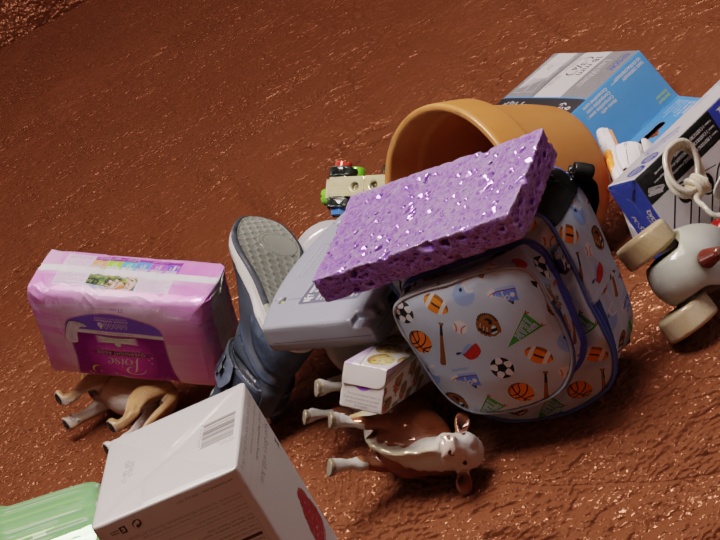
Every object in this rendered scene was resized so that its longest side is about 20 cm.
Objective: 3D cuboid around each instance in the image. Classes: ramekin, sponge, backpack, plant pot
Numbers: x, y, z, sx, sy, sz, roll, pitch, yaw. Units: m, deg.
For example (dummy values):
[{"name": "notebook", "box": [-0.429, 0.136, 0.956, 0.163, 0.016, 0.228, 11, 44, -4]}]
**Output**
[{"name": "ramekin", "box": [-0.214, 0.261, 1.374, 0.097, 0.201, 0.200, -21, 24, -3]}, {"name": "sponge", "box": [0.057, -0.042, 1.419, 0.199, 0.030, 0.112, -18, 32, 36]}, {"name": "backpack", "box": [0.130, 0.032, 1.458, 0.199, 0.191, 0.154, -16, 33, 37]}, {"name": "plant pot", "box": [0.138, -0.072, 1.665, 0.140, 0.201, 0.200, -19, 16, -34]}]

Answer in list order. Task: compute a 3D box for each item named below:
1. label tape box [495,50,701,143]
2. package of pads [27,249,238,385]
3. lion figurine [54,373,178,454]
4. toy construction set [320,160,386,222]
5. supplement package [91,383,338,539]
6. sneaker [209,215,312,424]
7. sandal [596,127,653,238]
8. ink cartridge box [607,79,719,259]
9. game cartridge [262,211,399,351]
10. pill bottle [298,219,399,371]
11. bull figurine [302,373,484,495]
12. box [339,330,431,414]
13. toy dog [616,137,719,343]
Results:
[{"name": "label tape box", "box": [0.241, -0.169, 1.881, 0.144, 0.063, 0.200, -42, 27, -26]}, {"name": "package of pads", "box": [-0.218, 0.048, 1.762, 0.199, 0.121, 0.076, 4, 41, 18]}, {"name": "lion figurine", "box": [-0.235, 0.125, 1.824, 0.122, 0.073, 0.200, -32, 38, -27]}, {"name": "toy construction set", "box": [0.037, -0.066, 1.833, 0.199, 0.131, 0.093, -17, 70, 24]}, {"name": "supplement package", "box": [-0.094, 0.211, 1.328, 0.119, 0.201, 0.121, -24, 25, 11]}, {"name": "sneaker", "box": [-0.102, 0.052, 1.691, 0.077, 0.147, 0.203, 10, 34, -20]}, {"name": "sandal", "box": [0.266, -0.094, 1.689, 0.059, 0.079, 0.207, -19, 26, 8]}, {"name": "ink cartridge box", "box": [0.319, -0.099, 1.618, 0.200, 0.094, 0.044, -42, 14, -28]}, {"name": "game cartridge", "box": [0.000, 0.000, 1.574, 0.133, 0.041, 0.200, -2, 35, 34]}, {"name": "pill bottle", "box": [-0.005, 0.021, 1.714, 0.112, 0.113, 0.200, -30, 23, -3]}, {"name": "bull figurine", "box": [0.026, 0.133, 1.497, 0.121, 0.065, 0.200, 4, 11, -14]}, {"name": "box", "box": [0.037, 0.078, 1.512, 0.041, 0.039, 0.200, 12, 14, 20]}, {"name": "toy dog", "box": [0.304, -0.030, 1.495, 0.096, 0.132, 0.200, -33, 21, 54]}]
